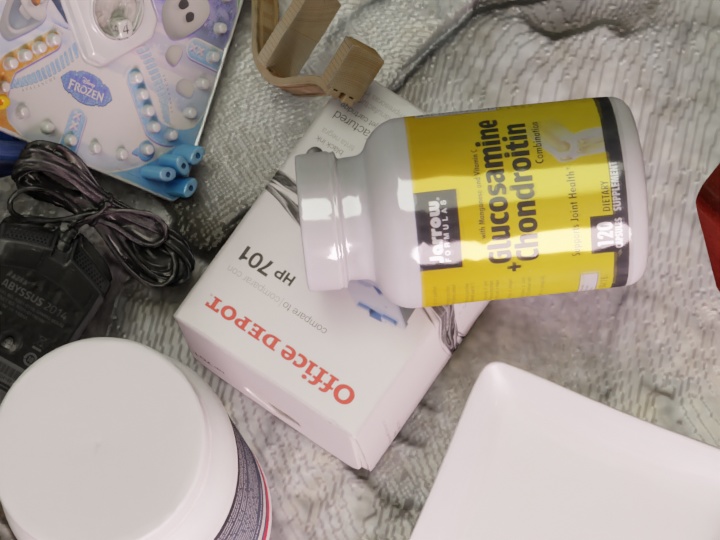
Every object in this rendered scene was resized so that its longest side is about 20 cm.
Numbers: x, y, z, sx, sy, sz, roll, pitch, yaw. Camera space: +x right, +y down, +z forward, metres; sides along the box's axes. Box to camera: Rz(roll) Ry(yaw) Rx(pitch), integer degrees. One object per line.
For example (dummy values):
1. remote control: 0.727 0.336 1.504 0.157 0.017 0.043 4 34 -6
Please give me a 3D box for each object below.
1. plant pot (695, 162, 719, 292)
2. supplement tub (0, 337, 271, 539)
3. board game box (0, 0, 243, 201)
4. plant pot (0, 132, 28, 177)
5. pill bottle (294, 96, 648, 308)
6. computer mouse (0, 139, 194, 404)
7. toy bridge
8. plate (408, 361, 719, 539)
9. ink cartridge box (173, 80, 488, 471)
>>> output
1. plant pot: 0.312 -0.020 1.294 0.176 0.200 0.200 34 78 28
2. supplement tub: -0.133 0.127 1.285 0.139 0.200 0.142 -2 70 6
3. board game box: -0.154 -0.167 1.386 0.026 0.199 0.202 10 81 47
4. plant pot: -0.336 -0.143 1.386 0.179 0.199 0.202 -18 80 31
5. pill bottle: 0.064 -0.037 1.277 0.198 0.112 0.113 -6 70 0
6. computer mouse: -0.212 0.026 1.393 0.138 0.053 0.201 36 92 -21
7. toy bridge: -0.042 -0.154 1.413 0.067 0.027 0.200 -57 32 16
8. plate: 0.129 0.180 1.323 0.199 0.032 0.201 21 76 14
9. ink cartridge box: 0.000 0.000 1.374 0.146 0.086 0.201 32 76 15
